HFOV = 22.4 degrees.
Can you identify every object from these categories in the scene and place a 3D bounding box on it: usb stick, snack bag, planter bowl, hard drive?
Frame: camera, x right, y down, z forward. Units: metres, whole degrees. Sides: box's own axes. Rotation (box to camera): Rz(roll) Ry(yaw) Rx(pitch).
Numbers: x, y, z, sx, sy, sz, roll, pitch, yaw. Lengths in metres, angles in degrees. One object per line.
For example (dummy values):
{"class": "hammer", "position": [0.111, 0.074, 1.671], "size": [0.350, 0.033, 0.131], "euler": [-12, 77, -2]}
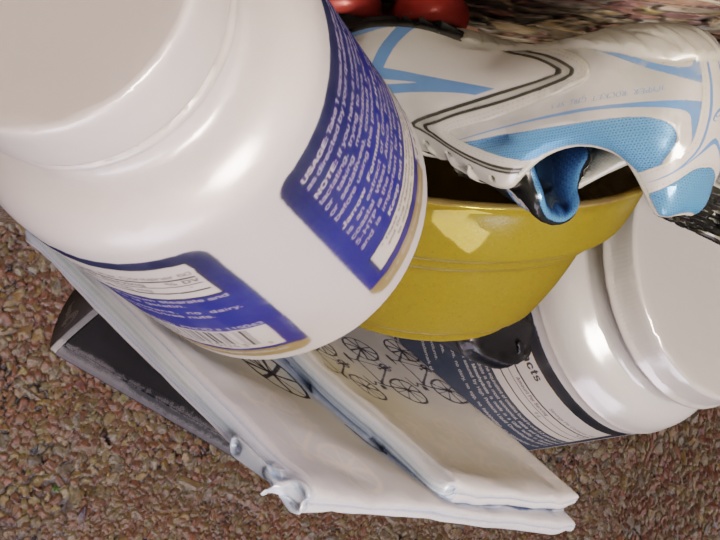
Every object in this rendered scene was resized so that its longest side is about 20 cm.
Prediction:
{"class": "usb stick", "position": [0.000, 0.000, 0.887], "size": [0.199, 0.033, 0.055], "euler": [25, -170, 41]}
{"class": "snack bag", "position": [-0.022, 0.039, 0.731], "size": [0.188, 0.021, 0.199], "euler": [41, -165, 34]}
{"class": "planter bowl", "position": [0.028, -0.024, 0.784], "size": [0.199, 0.084, 0.201], "euler": [6, -159, -2]}
{"class": "hard drive", "position": [-0.063, 0.027, 0.828], "size": [0.134, 0.043, 0.200], "euler": [31, -169, -4]}

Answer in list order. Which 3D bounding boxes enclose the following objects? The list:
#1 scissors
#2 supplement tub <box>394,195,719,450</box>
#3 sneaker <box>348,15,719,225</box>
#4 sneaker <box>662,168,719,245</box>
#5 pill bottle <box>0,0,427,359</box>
{"class": "scissors", "position": [-0.010, -0.098, 0.783], "size": [0.072, 0.014, 0.200], "euler": [3, 177, -13]}
{"class": "supplement tub", "position": [0.098, 0.019, 0.928], "size": [0.140, 0.142, 0.199], "euler": [7, 164, -44]}
{"class": "sneaker", "position": [0.046, -0.056, 0.677], "size": [0.072, 0.073, 0.199], "euler": [5, -178, -45]}
{"class": "sneaker", "position": [0.163, -0.051, 0.706], "size": [0.078, 0.090, 0.200], "euler": [24, -177, -1]}
{"class": "pill bottle", "position": [-0.057, -0.051, 0.582], "size": [0.119, 0.121, 0.200], "euler": [4, 165, 17]}
